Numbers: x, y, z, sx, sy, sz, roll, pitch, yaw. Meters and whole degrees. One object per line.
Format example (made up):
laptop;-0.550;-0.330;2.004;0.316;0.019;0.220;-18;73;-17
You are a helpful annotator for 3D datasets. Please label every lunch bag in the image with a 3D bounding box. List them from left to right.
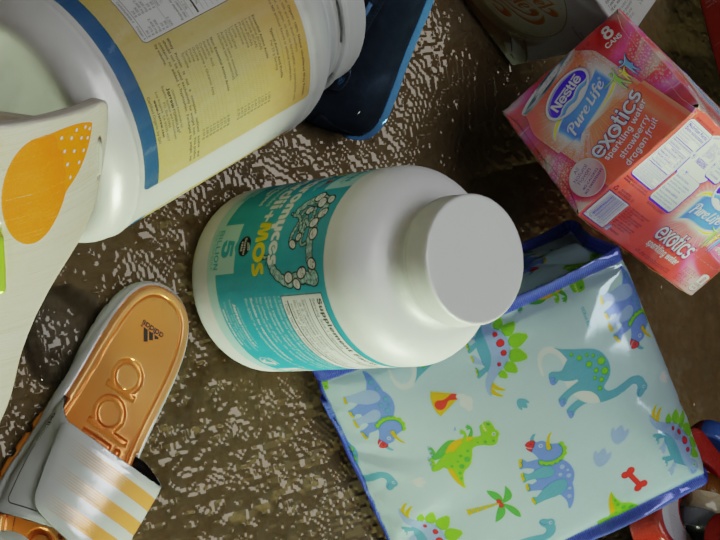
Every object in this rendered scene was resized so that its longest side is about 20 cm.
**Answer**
lunch bag;0.088;0.089;1.216;0.199;0.127;0.171;-26;104;-6

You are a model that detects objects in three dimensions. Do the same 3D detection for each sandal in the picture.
sandal;-0.141;0.096;1.072;0.079;0.059;0.208;34;67;-31

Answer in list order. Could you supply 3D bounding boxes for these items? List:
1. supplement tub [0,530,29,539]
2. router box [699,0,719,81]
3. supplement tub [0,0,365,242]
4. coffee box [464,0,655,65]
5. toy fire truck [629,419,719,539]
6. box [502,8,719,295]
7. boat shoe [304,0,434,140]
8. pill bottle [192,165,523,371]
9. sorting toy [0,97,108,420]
supplement tub;-0.254;0.188;0.922;0.199;0.144;0.145;3;85;-38
router box;0.332;-0.173;1.431;0.199;0.049;0.180;17;53;-36
supplement tub;-0.108;-0.119;1.061;0.200;0.144;0.145;-34;107;-35
coffee box;0.096;-0.237;1.250;0.200;0.114;0.080;50;59;-25
toy fire truck;0.251;0.196;1.359;0.200;0.112;0.168;49;36;-25
box;0.192;-0.072;1.261;0.200;0.103;0.095;26;26;-56
boat shoe;0.007;-0.176;1.166;0.068;0.084;0.201;12;101;-20
pill bottle;0.000;0.000;1.101;0.110;0.199;0.112;4;84;-38
sorting toy;-0.235;-0.001;0.943;0.107;0.199;0.181;-65;163;-67
